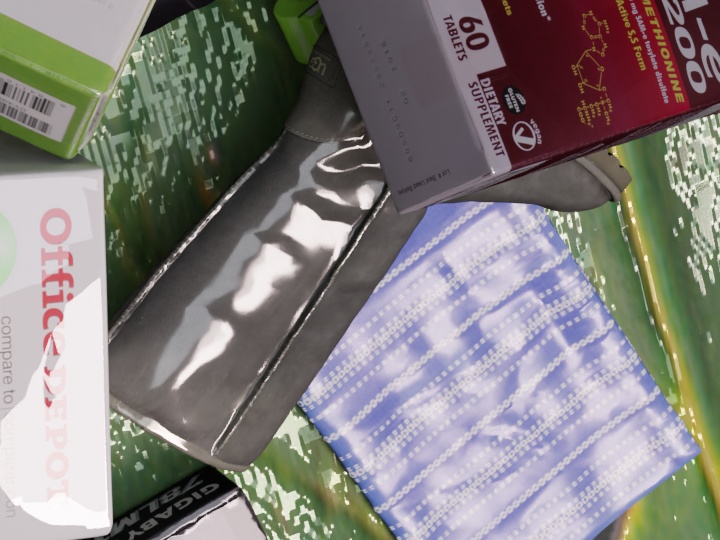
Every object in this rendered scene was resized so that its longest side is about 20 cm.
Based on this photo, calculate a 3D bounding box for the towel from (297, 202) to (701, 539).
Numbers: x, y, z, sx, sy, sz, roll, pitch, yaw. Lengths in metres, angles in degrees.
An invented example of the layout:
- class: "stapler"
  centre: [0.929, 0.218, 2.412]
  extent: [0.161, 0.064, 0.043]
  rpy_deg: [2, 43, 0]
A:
- class: "towel"
  centre: [0.055, 0.052, 1.180]
  extent: [0.145, 0.024, 0.200]
  rpy_deg: [-39, 113, -10]

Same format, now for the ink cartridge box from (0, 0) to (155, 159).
- class: "ink cartridge box"
  centre: [-0.123, -0.165, 0.949]
  extent: [0.148, 0.076, 0.200]
  rpy_deg: [26, 70, -6]

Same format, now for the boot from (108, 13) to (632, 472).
- class: "boot"
  centre: [0.000, 0.000, 1.098]
  extent: [0.182, 0.073, 0.200]
  rpy_deg: [27, 92, -29]

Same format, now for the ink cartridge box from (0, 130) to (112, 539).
- class: "ink cartridge box"
  centre: [-0.210, 0.025, 0.996]
  extent: [0.200, 0.146, 0.147]
  rpy_deg: [-6, 103, -22]

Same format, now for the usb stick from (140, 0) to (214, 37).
- class: "usb stick"
  centre: [-0.035, -0.140, 1.055]
  extent: [0.200, 0.055, 0.033]
  rpy_deg: [-24, 80, 6]

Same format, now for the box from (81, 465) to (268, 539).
- class: "box"
  centre: [-0.102, 0.218, 1.136]
  extent: [0.198, 0.050, 0.200]
  rpy_deg: [-30, 110, -16]

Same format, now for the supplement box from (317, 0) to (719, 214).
- class: "supplement box"
  centre: [0.083, -0.100, 1.049]
  extent: [0.200, 0.061, 0.109]
  rpy_deg: [-20, 88, -42]

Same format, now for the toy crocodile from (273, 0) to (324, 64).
- class: "toy crocodile"
  centre: [0.042, -0.163, 1.112]
  extent: [0.200, 0.062, 0.068]
  rpy_deg: [-42, 149, -4]
